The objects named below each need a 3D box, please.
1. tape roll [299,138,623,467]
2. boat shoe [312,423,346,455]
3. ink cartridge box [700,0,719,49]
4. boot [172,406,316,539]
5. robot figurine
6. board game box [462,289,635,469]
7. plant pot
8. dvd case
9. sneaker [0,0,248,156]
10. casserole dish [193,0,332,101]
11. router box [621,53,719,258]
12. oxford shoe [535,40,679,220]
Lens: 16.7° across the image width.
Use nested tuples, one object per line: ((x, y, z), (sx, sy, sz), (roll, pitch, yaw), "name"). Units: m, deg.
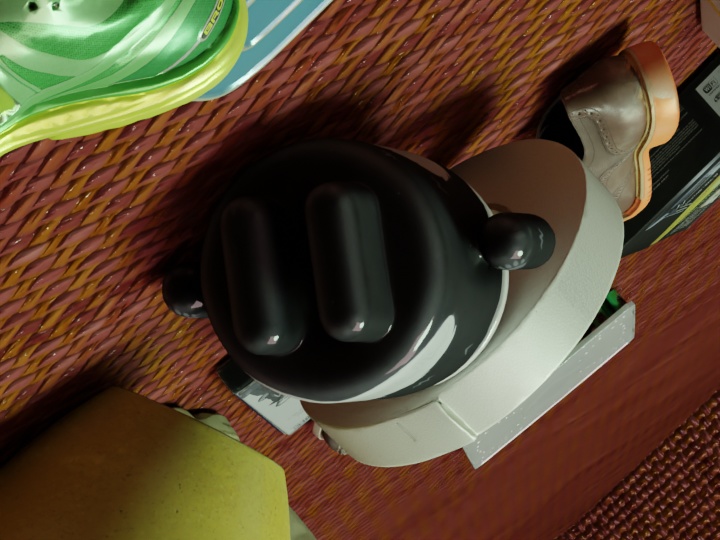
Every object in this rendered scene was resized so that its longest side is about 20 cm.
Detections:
((0.051, 0.016, 1.313), (0.203, 0.037, 0.203), (-34, -152, 22), "tape roll")
((0.043, 0.070, 1.695), (0.200, 0.060, 0.072), (-46, 167, 28), "boat shoe")
((0.287, -0.158, 1.448), (0.129, 0.125, 0.200), (-40, 167, 2), "ink cartridge box")
((-0.080, 0.160, 1.422), (0.073, 0.156, 0.200), (-42, 168, 10), "boot")
((-0.002, -0.001, 1.166), (0.125, 0.150, 0.200), (-61, 163, 8), "robot figurine")
((0.170, 0.102, 2.274), (0.200, 0.026, 0.200), (-40, 168, -2), "board game box")
((-0.114, 0.145, 1.261), (0.142, 0.200, 0.200), (-64, 171, -10), "plant pot")
((-0.009, 0.036, 1.506), (0.150, 0.025, 0.200), (-39, 169, -2), "dvd case")
((-0.124, -0.067, 0.724), (0.200, 0.074, 0.084), (-30, 140, -28), "sneaker")
((-0.024, -0.123, 0.856), (0.200, 0.039, 0.121), (-44, 168, 15), "casserole dish")
((0.251, -0.097, 1.732), (0.200, 0.052, 0.157), (-46, 167, 27), "router box")
((0.135, -0.076, 1.473), (0.073, 0.071, 0.200), (-17, 159, -10), "oxford shoe")
